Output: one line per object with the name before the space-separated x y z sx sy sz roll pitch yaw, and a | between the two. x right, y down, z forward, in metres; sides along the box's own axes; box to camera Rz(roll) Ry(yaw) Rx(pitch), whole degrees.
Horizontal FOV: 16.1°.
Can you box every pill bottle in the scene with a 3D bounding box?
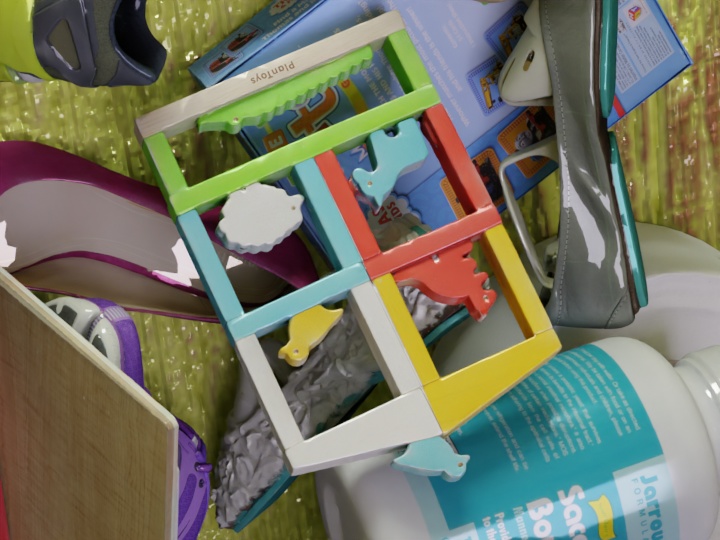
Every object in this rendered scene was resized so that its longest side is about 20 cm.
pill bottle | 0.087 0.097 1.173 0.199 0.111 0.111 -19 119 -13

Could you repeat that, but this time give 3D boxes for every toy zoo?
toy zoo | 0.000 0.000 1.110 0.131 0.020 0.201 -24 80 -11

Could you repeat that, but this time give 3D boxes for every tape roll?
tape roll | 0.131 0.079 1.291 0.202 0.071 0.203 -9 116 -20

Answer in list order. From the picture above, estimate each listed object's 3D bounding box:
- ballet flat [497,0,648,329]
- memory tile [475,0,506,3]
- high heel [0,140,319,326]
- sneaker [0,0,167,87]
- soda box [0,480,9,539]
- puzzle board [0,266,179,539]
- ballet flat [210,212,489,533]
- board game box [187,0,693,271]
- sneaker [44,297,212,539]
ballet flat | 0.092 -0.067 1.166 0.063 0.067 0.201 -4 107 9
memory tile | -0.001 -0.201 1.110 0.199 0.017 0.154 6 102 -18
high heel | -0.116 -0.007 1.123 0.199 0.096 0.068 10 108 -28
sneaker | -0.105 -0.166 1.055 0.081 0.074 0.201 14 118 13
soda box | -0.200 0.112 1.131 0.070 0.063 0.201 -49 142 -51
puzzle board | -0.127 0.103 1.116 0.017 0.151 0.201 -26 136 -34
ballet flat | -0.017 0.043 1.197 0.072 0.072 0.200 22 129 -31
board game box | 0.040 -0.096 1.190 0.200 0.037 0.151 -38 122 -6
sneaker | -0.110 0.080 1.177 0.083 0.081 0.200 -32 143 -25
